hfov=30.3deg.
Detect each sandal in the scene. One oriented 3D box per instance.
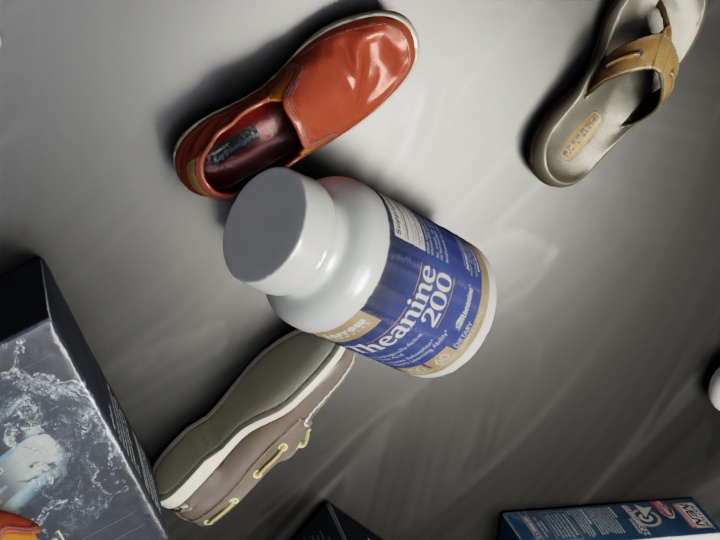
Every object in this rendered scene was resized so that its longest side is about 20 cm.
[{"bbox_3d":[0.202,-0.146,1.017,0.081,0.055,0.201,33,99,-27],"label":"sandal"}]

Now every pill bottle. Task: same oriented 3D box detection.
[{"bbox_3d":[0.000,0.000,0.952,0.199,0.111,0.112,25,103,-44],"label":"pill bottle"}]

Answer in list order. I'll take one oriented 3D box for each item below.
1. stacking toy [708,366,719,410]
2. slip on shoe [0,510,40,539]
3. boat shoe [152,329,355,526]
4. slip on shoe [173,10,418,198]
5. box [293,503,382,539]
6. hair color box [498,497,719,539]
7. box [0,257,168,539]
[{"bbox_3d":[0.388,0.060,1.147,0.199,0.147,0.146,-32,120,19],"label":"stacking toy"},{"bbox_3d":[-0.245,0.183,0.879,0.201,0.074,0.061,52,57,-22],"label":"slip on shoe"},{"bbox_3d":[-0.076,0.121,1.032,0.200,0.072,0.059,-43,124,7],"label":"boat shoe"},{"bbox_3d":[-0.041,-0.113,0.940,0.199,0.061,0.075,-32,116,-4],"label":"slip on shoe"},{"bbox_3d":[-0.028,0.327,1.113,0.148,0.107,0.200,38,98,-28],"label":"box"},{"bbox_3d":[0.221,0.269,1.196,0.197,0.061,0.101,-1,113,-18],"label":"hair color box"},{"bbox_3d":[-0.269,0.133,0.947,0.195,0.118,0.202,-26,116,-6],"label":"box"}]
